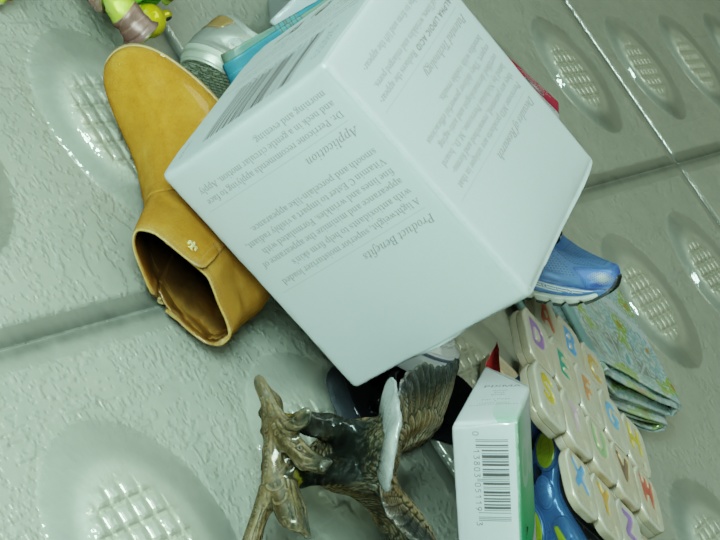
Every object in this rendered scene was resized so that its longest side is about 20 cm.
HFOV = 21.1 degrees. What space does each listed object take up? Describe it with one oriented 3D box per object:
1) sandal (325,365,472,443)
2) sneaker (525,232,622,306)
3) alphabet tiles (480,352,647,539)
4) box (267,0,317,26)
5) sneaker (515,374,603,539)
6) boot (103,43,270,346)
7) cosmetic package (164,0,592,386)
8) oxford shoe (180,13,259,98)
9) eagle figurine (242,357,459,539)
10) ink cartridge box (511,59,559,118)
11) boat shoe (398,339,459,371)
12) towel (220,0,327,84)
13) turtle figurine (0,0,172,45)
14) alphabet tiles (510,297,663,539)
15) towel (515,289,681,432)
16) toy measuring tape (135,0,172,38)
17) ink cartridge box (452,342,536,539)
[{"bbox_3d":[0.039,0.090,1.415,0.200,0.043,0.076,2,54,-59],"label":"sandal"},{"bbox_3d":[0.105,-0.041,1.423,0.199,0.090,0.079,28,14,8],"label":"sneaker"},{"bbox_3d":[0.166,0.156,1.582,0.200,0.015,0.196,43,26,-19],"label":"alphabet tiles"},{"bbox_3d":[-0.001,-0.220,1.591,0.098,0.124,0.200,47,6,-11],"label":"box"},{"bbox_3d":[0.152,0.171,1.465,0.083,0.070,0.201,13,58,-56],"label":"sneaker"},{"bbox_3d":[-0.125,-0.054,1.290,0.202,0.071,0.144,54,24,-6],"label":"boot"},{"bbox_3d":[0.016,-0.068,1.272,0.200,0.164,0.165,48,40,-15],"label":"cosmetic package"},{"bbox_3d":[-0.053,-0.135,1.510,0.199,0.075,0.058,34,67,-29],"label":"oxford shoe"},{"bbox_3d":[0.010,0.127,1.224,0.199,0.152,0.151,19,20,-42],"label":"eagle figurine"},{"bbox_3d":[0.090,-0.133,1.602,0.145,0.083,0.200,41,16,-9],"label":"ink cartridge box"},{"bbox_3d":[0.000,0.000,1.394,0.200,0.065,0.074,38,19,-3],"label":"boat shoe"},{"bbox_3d":[-0.004,-0.110,1.473,0.201,0.146,0.022,63,-16,-13],"label":"towel"},{"bbox_3d":[-0.193,-0.241,1.354,0.161,0.064,0.201,39,50,-14],"label":"turtle figurine"},{"bbox_3d":[0.168,0.115,1.421,0.200,0.015,0.197,45,27,-41],"label":"alphabet tiles"},{"bbox_3d":[0.199,0.046,1.740,0.171,0.048,0.201,27,31,-49],"label":"towel"},{"bbox_3d":[-0.186,-0.262,1.448,0.073,0.073,0.201,1,61,-59],"label":"toy measuring tape"},{"bbox_3d":[0.104,0.151,1.325,0.200,0.050,0.162,-43,131,-70],"label":"ink cartridge box"}]
